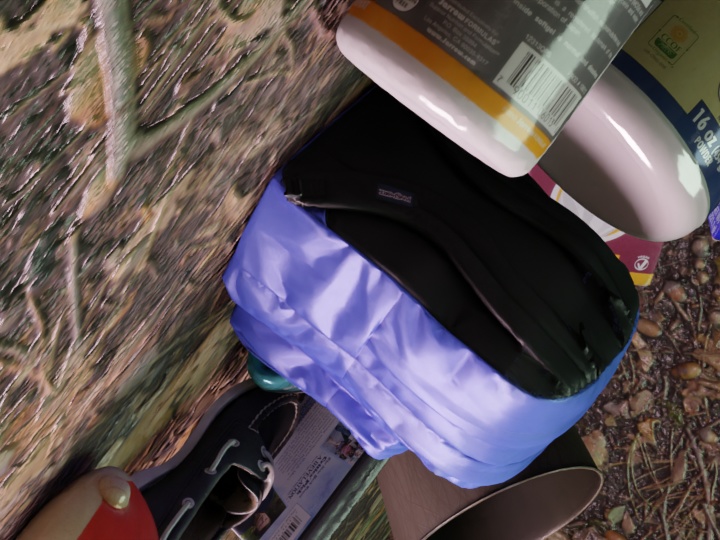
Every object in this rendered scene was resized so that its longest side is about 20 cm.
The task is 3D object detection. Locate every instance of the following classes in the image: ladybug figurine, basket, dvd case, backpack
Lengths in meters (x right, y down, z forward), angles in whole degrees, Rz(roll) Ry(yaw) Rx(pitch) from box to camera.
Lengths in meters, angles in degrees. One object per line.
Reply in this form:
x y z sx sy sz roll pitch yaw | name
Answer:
-0.166 0.191 1.173 0.201 0.072 0.136 -59 170 33 | ladybug figurine
0.060 0.086 1.466 0.135 0.201 0.181 -8 153 -28 | basket
-0.038 0.112 1.393 0.143 0.018 0.200 -52 -156 -3 | dvd case
0.044 0.018 1.181 0.163 0.199 0.168 -46 169 -43 | backpack

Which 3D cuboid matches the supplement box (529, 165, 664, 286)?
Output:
0.155 -0.098 1.391 0.086 0.109 0.201 -102 -159 -54 | supplement box

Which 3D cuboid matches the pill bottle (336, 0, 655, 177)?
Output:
0.088 -0.154 1.006 0.201 0.116 0.116 -54 172 1 | pill bottle

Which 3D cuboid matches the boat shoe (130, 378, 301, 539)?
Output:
-0.088 0.131 1.318 0.200 0.060 0.074 -35 138 -49 | boat shoe

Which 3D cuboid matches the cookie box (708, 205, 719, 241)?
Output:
0.270 -0.141 1.319 0.201 0.075 0.172 111 -19 -45 | cookie box

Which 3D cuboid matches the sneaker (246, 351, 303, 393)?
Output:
0.000 0.000 1.320 0.201 0.077 0.080 -56 163 18 | sneaker

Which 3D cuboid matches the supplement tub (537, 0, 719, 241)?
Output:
0.179 -0.130 1.129 0.200 0.144 0.145 -46 170 -13 | supplement tub
